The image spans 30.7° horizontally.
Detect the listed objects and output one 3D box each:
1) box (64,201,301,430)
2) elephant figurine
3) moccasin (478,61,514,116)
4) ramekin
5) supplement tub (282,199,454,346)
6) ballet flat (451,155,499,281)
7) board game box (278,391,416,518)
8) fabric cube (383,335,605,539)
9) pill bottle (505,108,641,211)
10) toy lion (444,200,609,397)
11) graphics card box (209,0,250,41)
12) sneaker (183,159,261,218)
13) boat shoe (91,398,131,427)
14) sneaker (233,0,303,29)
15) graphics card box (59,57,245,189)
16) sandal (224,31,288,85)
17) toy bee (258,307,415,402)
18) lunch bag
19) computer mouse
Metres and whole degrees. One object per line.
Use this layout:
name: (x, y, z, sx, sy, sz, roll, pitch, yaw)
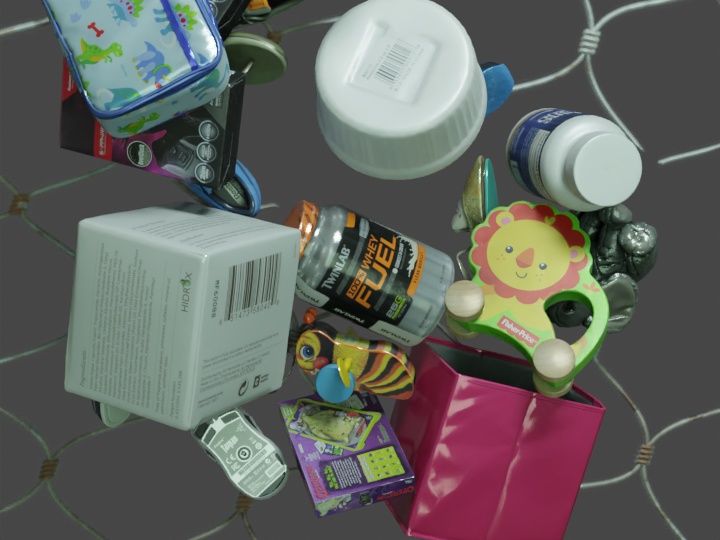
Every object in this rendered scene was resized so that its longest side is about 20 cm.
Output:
box: (-0.194, 0.042, 1.440, 0.171, 0.199, 0.201, 15, 106, 24)
elephant figurine: (0.271, 0.016, 1.612, 0.155, 0.142, 0.200, 32, 87, -2)
moccasin: (0.092, -0.179, 1.568, 0.200, 0.068, 0.081, -29, 113, -5)
ramekin: (0.042, -0.212, 1.483, 0.200, 0.098, 0.201, -2, 71, 6)
supplement tub: (0.000, 0.000, 1.551, 0.200, 0.123, 0.123, 23, 95, -15)
ballet flat: (0.146, -0.039, 1.610, 0.071, 0.071, 0.201, -15, 102, -9)
board game box: (-0.019, 0.207, 1.548, 0.120, 0.200, 0.032, -9, 121, -11)
fabric cube: (0.149, 0.212, 1.586, 0.200, 0.196, 0.200, 14, 97, -15)
pill bottle: (0.252, -0.130, 1.541, 0.111, 0.200, 0.111, -2, 101, -12)
toy lion: (0.203, 0.018, 1.511, 0.200, 0.069, 0.192, 35, 72, 22)
graphics card box: (-0.201, -0.355, 1.435, 0.200, 0.051, 0.126, 34, 91, 10)
sneaker: (-0.191, -0.133, 1.508, 0.200, 0.078, 0.066, 43, 92, -15)
boat shoe: (-0.290, 0.082, 1.537, 0.060, 0.076, 0.201, 16, 99, 28)
sneaker: (-0.149, -0.304, 1.475, 0.200, 0.079, 0.074, -23, 130, -5)
graphics card box: (-0.230, -0.175, 1.435, 0.200, 0.051, 0.126, 16, 116, 11)
sandal: (-0.181, -0.221, 1.483, 0.200, 0.080, 0.057, -5, 59, 0)
toy bee: (-0.034, 0.101, 1.556, 0.199, 0.131, 0.109, -6, 110, -13)
lunch bag: (-0.230, -0.252, 1.352, 0.160, 0.082, 0.200, -23, 73, -1)
computer mouse: (-0.168, 0.196, 1.595, 0.110, 0.044, 0.200, -40, 100, -7)
